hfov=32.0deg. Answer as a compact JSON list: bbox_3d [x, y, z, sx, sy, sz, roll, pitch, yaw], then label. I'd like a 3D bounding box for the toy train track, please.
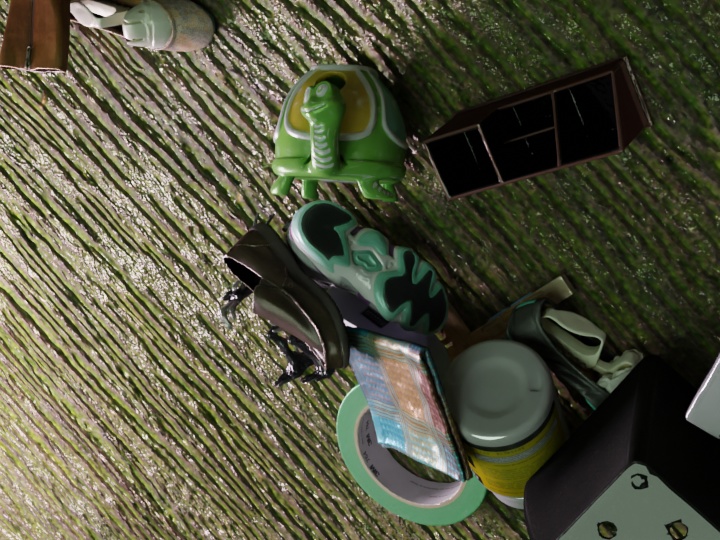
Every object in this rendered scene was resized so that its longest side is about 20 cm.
[{"bbox_3d":[0.151,0.059,1.345,0.200,0.033,0.115,-36,86,35],"label":"toy train track"}]

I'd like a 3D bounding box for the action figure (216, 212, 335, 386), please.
[{"bbox_3d":[-0.097,0.039,1.447,0.119,0.102,0.201,-1,117,48],"label":"action figure"}]

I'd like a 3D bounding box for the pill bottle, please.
[{"bbox_3d":[0.157,0.166,1.297,0.114,0.115,0.200,14,153,26],"label":"pill bottle"}]

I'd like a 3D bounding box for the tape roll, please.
[{"bbox_3d":[0.068,0.202,1.465,0.200,0.048,0.201,15,122,26],"label":"tape roll"}]

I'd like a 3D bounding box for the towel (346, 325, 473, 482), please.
[{"bbox_3d":[0.042,0.132,1.282,0.200,0.022,0.147,10,122,67],"label":"towel"}]

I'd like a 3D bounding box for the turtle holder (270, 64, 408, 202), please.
[{"bbox_3d":[-0.030,-0.139,1.256,0.140,0.185,0.133,4,92,37],"label":"turtle holder"}]

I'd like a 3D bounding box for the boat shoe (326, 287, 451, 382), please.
[{"bbox_3d":[0.033,0.086,1.392,0.200,0.073,0.066,44,154,41],"label":"boat shoe"}]

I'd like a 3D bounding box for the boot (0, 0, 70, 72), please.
[{"bbox_3d":[-0.321,-0.315,1.353,0.188,0.068,0.201,3,84,32],"label":"boot"}]

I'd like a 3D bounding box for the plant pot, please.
[{"bbox_3d":[0.265,0.231,1.139,0.199,0.177,0.200,42,112,7],"label":"plant pot"}]

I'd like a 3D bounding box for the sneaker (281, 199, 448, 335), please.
[{"bbox_3d":[0.000,0.000,1.373,0.200,0.078,0.140,41,165,-10],"label":"sneaker"}]

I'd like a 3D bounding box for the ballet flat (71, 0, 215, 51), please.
[{"bbox_3d":[-0.257,-0.279,1.395,0.199,0.067,0.068,18,124,24],"label":"ballet flat"}]

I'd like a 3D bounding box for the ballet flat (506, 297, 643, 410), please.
[{"bbox_3d":[0.238,0.097,1.263,0.200,0.068,0.068,35,137,-4],"label":"ballet flat"}]

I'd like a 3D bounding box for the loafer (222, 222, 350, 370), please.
[{"bbox_3d":[-0.081,0.038,1.342,0.200,0.071,0.073,49,156,31],"label":"loafer"}]

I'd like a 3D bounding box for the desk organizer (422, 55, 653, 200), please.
[{"bbox_3d":[0.165,-0.132,1.195,0.199,0.077,0.072,-14,107,37],"label":"desk organizer"}]

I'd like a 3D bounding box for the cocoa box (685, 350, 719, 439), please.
[{"bbox_3d":[0.389,0.067,1.080,0.131,0.200,0.134,30,127,15],"label":"cocoa box"}]
